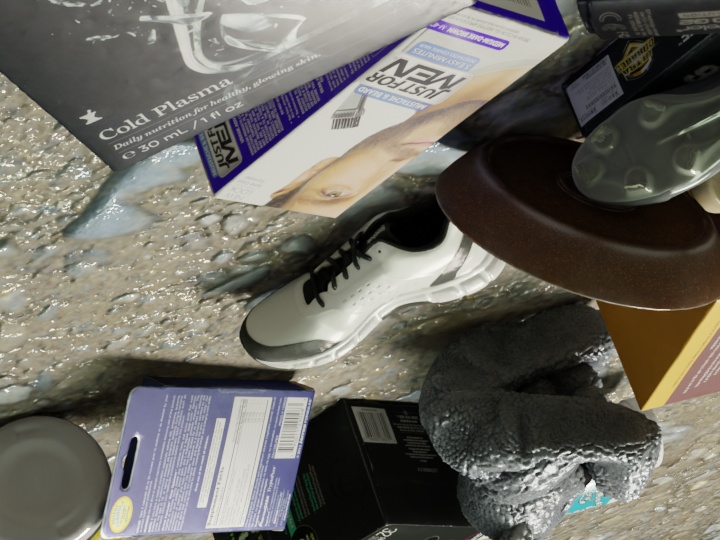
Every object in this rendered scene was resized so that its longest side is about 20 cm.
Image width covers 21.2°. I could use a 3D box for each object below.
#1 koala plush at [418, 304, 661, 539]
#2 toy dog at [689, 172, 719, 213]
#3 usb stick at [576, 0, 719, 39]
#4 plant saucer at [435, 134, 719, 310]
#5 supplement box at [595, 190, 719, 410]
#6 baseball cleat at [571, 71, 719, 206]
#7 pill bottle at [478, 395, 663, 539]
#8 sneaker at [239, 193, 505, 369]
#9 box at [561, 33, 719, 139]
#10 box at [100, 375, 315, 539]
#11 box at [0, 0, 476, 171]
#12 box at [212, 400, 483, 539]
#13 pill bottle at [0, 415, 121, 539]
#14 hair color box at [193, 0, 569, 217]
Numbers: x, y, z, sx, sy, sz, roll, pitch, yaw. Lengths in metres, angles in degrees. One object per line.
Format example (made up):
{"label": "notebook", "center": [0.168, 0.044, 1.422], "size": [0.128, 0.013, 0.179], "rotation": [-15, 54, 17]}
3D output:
{"label": "koala plush", "center": [0.131, 0.157, 1.606], "size": [0.183, 0.178, 0.200], "rotation": [-6, 137, -11]}
{"label": "toy dog", "center": [0.319, -0.050, 1.293], "size": [0.200, 0.096, 0.132], "rotation": [-9, -173, -15]}
{"label": "usb stick", "center": [0.228, -0.159, 1.118], "size": [0.200, 0.033, 0.055], "rotation": [-2, 159, 19]}
{"label": "plant saucer", "center": [0.148, -0.039, 1.240], "size": [0.200, 0.200, 0.035], "rotation": [-2, 121, -35]}
{"label": "supplement box", "center": [0.304, -0.011, 1.459], "size": [0.200, 0.133, 0.197], "rotation": [-13, 155, -15]}
{"label": "baseball cleat", "center": [0.233, -0.090, 1.202], "size": [0.200, 0.070, 0.106], "rotation": [-26, 161, 21]}
{"label": "pill bottle", "center": [0.178, 0.175, 1.789], "size": [0.200, 0.111, 0.111], "rotation": [-14, 156, -14]}
{"label": "sneaker", "center": [0.000, 0.000, 1.346], "size": [0.200, 0.074, 0.080], "rotation": [-27, 141, 6]}
{"label": "box", "center": [0.254, -0.135, 1.261], "size": [0.200, 0.046, 0.159], "rotation": [6, 145, -45]}
{"label": "box", "center": [-0.124, 0.144, 1.486], "size": [0.032, 0.121, 0.200], "rotation": [18, -172, 40]}
{"label": "box", "center": [-0.078, -0.166, 0.847], "size": [0.200, 0.124, 0.197], "rotation": [-24, 154, 10]}
{"label": "box", "center": [-0.014, 0.218, 1.714], "size": [0.148, 0.124, 0.200], "rotation": [9, 142, -46]}
{"label": "pill bottle", "center": [-0.245, 0.199, 1.511], "size": [0.111, 0.111, 0.200], "rotation": [-16, 156, -10]}
{"label": "hair color box", "center": [0.008, -0.110, 1.104], "size": [0.200, 0.065, 0.109], "rotation": [-35, 153, 34]}
